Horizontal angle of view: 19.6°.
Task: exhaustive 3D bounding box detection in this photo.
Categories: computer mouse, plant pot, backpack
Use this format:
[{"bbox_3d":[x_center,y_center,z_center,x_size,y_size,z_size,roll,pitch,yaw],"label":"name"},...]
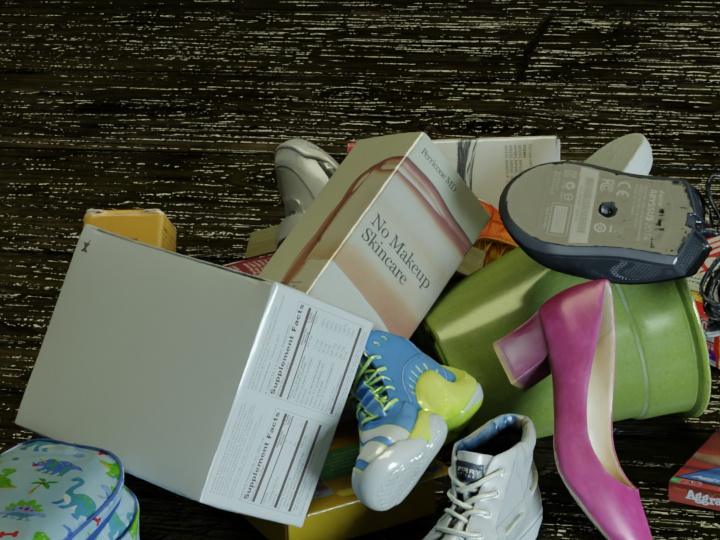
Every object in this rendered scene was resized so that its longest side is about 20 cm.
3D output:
[{"bbox_3d":[0.200,-0.023,1.542,0.199,0.053,0.139,12,57,11],"label":"computer mouse"},{"bbox_3d":[0.144,0.055,1.633,0.190,0.200,0.200,-21,25,-12],"label":"plant pot"},{"bbox_3d":[-0.223,0.198,1.363,0.163,0.154,0.200,2,8,31],"label":"backpack"}]

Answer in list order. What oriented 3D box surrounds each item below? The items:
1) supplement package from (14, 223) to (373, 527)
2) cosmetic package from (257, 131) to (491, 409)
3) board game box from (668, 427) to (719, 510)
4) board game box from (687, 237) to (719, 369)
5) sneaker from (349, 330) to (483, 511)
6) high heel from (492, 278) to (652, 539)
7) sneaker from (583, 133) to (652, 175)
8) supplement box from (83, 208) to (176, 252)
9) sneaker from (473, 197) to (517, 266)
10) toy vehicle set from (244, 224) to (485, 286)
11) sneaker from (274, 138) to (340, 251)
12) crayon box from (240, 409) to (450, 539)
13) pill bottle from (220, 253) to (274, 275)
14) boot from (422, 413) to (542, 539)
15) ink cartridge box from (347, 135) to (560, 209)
[{"bbox_3d":[-0.120,0.073,1.465,0.200,0.156,0.111,16,-4,41],"label":"supplement package"},{"bbox_3d":[0.000,0.000,1.593,0.087,0.103,0.200,-5,44,51],"label":"cosmetic package"},{"bbox_3d":[0.339,0.160,1.530,0.200,0.020,0.103,9,23,29],"label":"board game box"},{"bbox_3d":[0.334,0.020,1.855,0.200,0.046,0.151,-18,26,-34],"label":"board game box"},{"bbox_3d":[0.012,0.100,1.467,0.105,0.076,0.200,37,20,9],"label":"sneaker"},{"bbox_3d":[0.179,0.106,1.475,0.096,0.200,0.067,-33,-27,12],"label":"high heel"},{"bbox_3d":[0.210,-0.013,1.795,0.200,0.116,0.074,-53,25,-17],"label":"sneaker"},{"bbox_3d":[-0.182,0.055,1.618,0.066,0.201,0.069,0,-11,9],"label":"supplement box"},{"bbox_3d":[0.132,-0.019,1.874,0.200,0.073,0.077,11,12,-31],"label":"sneaker"},{"bbox_3d":[0.001,-0.013,1.826,0.124,0.027,0.200,23,-19,-29],"label":"toy vehicle set"},{"bbox_3d":[-0.050,-0.006,1.671,0.115,0.200,0.075,-18,-10,-30],"label":"sneaker"},{"bbox_3d":[-0.032,0.150,1.556,0.125,0.052,0.200,-13,23,-26],"label":"crayon box"},{"bbox_3d":[-0.108,0.052,1.735,0.200,0.114,0.114,-13,23,-26],"label":"pill bottle"},{"bbox_3d":[0.068,0.169,1.431,0.073,0.096,0.200,7,23,23],"label":"boot"},{"bbox_3d":[0.091,-0.071,1.993,0.199,0.085,0.145,-2,-10,3],"label":"ink cartridge box"}]
